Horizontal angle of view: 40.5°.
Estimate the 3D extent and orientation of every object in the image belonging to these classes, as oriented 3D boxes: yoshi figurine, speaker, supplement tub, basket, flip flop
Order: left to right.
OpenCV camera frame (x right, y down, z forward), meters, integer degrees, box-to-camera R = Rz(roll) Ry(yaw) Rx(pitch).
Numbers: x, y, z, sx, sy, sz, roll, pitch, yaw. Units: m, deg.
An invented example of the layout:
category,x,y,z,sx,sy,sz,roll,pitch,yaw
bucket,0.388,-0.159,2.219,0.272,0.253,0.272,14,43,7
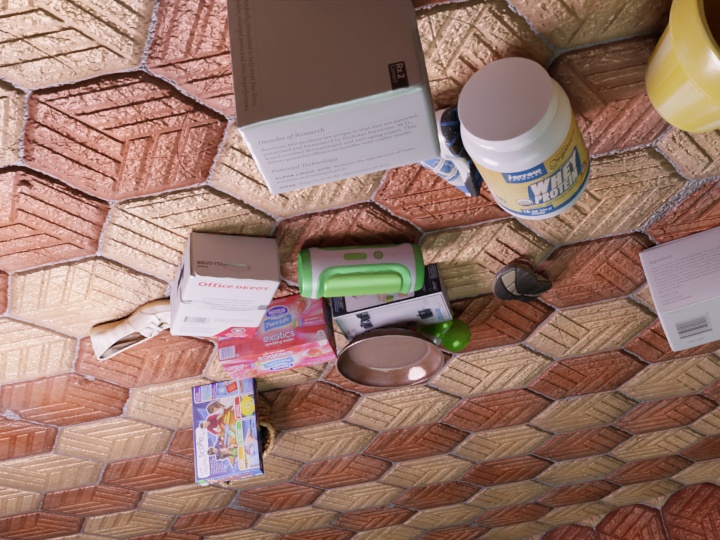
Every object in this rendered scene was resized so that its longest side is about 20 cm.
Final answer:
category,x,y,z,sx,sy,sz,roll,pitch,yaw
basket,-0.254,0.364,2.099,0.141,0.150,0.200,-9,150,2
speaker,0.000,0.000,1.587,0.198,0.089,0.089,-3,151,-10
yoshi figurine,0.141,0.146,1.874,0.111,0.113,0.200,-9,153,-34
flip flop,0.282,0.012,1.722,0.081,0.058,0.200,-29,160,24
supplement tub,0.215,-0.170,1.280,0.144,0.146,0.200,-18,150,17

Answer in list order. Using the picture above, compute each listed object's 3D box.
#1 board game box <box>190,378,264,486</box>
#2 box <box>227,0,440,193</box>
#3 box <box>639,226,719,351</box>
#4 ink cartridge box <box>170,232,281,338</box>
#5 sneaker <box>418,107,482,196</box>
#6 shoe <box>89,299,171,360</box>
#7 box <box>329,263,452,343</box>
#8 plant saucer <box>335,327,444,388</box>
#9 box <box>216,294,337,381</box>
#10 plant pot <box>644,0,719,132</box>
category,x,y,z,sx,sy,sz,roll,pitch,yaw
board game box,-0.269,0.321,1.963,0.134,0.201,0.035,-11,151,6
box,-0.029,-0.216,1.063,0.198,0.200,0.131,-12,150,7
box,0.628,0.030,1.759,0.199,0.132,0.199,-19,149,17
ink cartridge box,-0.222,0.027,1.577,0.143,0.084,0.200,4,149,-19
sneaker,0.123,-0.166,1.357,0.076,0.076,0.200,4,157,27
shoe,-0.385,0.105,1.701,0.199,0.054,0.070,-21,149,21
box,0.055,0.061,1.733,0.198,0.061,0.117,-13,150,8
plant saucer,0.053,0.155,1.783,0.198,0.037,0.201,-2,146,-2
box,-0.149,0.116,1.737,0.198,0.103,0.095,-13,151,5
plant pot,0.439,-0.259,1.156,0.199,0.203,0.189,-2,167,-12
